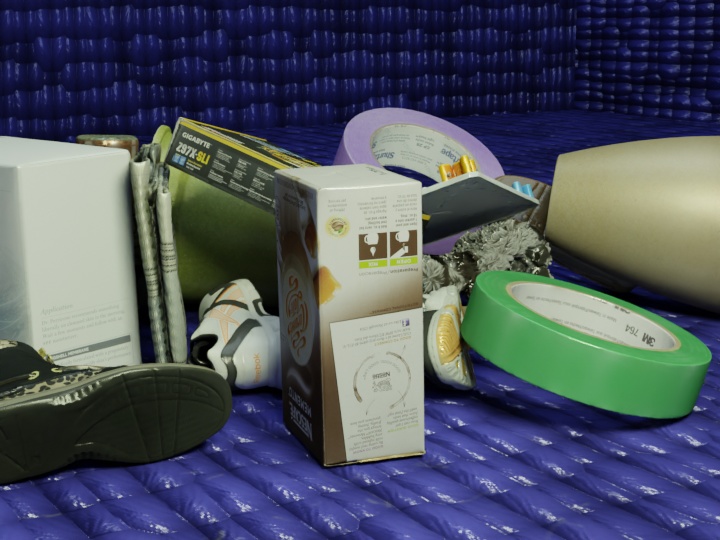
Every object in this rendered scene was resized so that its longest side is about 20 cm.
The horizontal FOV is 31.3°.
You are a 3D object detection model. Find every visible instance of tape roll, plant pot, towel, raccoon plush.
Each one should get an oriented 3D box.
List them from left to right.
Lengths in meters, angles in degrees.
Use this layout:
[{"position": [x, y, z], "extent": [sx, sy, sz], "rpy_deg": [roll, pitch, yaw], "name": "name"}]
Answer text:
[{"position": [-0.177, -0.017, 1.172], "extent": [0.034, 0.201, 0.193], "rpy_deg": [-7, 11, -4], "name": "towel"}, {"position": [-0.139, -0.039, 1.370], "extent": [0.184, 0.201, 0.200], "rpy_deg": [10, 11, -2], "name": "plant pot"}, {"position": [0.067, -0.107, 1.507], "extent": [0.199, 0.066, 0.200], "rpy_deg": [14, 37, -11], "name": "tape roll"}, {"position": [0.110, -0.016, 1.371], "extent": [0.199, 0.097, 0.134], "rpy_deg": [12, 1, -20], "name": "raccoon plush"}, {"position": [0.183, 0.057, 1.049], "extent": [0.200, 0.048, 0.200], "rpy_deg": [16, 13, -4], "name": "tape roll"}, {"position": [0.299, -0.062, 1.343], "extent": [0.199, 0.188, 0.187], "rpy_deg": [10, 13, 11], "name": "plant pot"}]

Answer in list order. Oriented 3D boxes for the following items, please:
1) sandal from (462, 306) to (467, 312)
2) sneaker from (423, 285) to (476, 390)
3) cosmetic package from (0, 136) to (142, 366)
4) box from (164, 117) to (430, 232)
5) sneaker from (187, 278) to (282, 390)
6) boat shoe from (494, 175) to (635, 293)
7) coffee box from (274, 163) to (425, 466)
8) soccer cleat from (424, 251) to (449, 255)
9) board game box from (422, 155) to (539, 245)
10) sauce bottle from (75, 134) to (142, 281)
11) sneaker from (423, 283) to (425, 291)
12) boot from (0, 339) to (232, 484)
[{"position": [0.144, 0.038, 1.256], "extent": [0.199, 0.054, 0.080], "rpy_deg": [3, 11, 19], "name": "sandal"}, {"position": [0.051, 0.067, 1.120], "extent": [0.087, 0.076, 0.200], "rpy_deg": [-13, 6, 5], "name": "sneaker"}, {"position": [-0.308, -0.012, 1.154], "extent": [0.199, 0.201, 0.123], "rpy_deg": [9, 15, 41], "name": "cosmetic package"}, {"position": [-0.055, -0.074, 1.174], "extent": [0.200, 0.049, 0.160], "rpy_deg": [26, 7, 24], "name": "box"}, {"position": [-0.121, 0.055, 1.140], "extent": [0.080, 0.074, 0.200], "rpy_deg": [-7, 13, -19], "name": "sneaker"}, {"position": [0.226, -0.037, 1.442], "extent": [0.200, 0.065, 0.072], "rpy_deg": [28, 60, 7], "name": "boat shoe"}, {"position": [-0.009, 0.029, 0.945], "extent": [0.079, 0.201, 0.114], "rpy_deg": [-5, 12, -18], "name": "coffee box"}, {"position": [0.109, -0.015, 1.517], "extent": [0.200, 0.068, 0.081], "rpy_deg": [-16, 28, -33], "name": "soccer cleat"}, {"position": [0.061, -0.061, 1.319], "extent": [0.199, 0.026, 0.200], "rpy_deg": [-19, -13, 23], "name": "board game box"}, {"position": [-0.241, -0.030, 1.240], "extent": [0.064, 0.201, 0.065], "rpy_deg": [0, 11, 0], "name": "sauce bottle"}, {"position": [0.000, 0.000, 1.245], "extent": [0.075, 0.087, 0.200], "rpy_deg": [-11, -3, -20], "name": "sneaker"}, {"position": [-0.213, 0.089, 0.958], "extent": [0.203, 0.074, 0.154], "rpy_deg": [-9, 19, -23], "name": "boot"}]
